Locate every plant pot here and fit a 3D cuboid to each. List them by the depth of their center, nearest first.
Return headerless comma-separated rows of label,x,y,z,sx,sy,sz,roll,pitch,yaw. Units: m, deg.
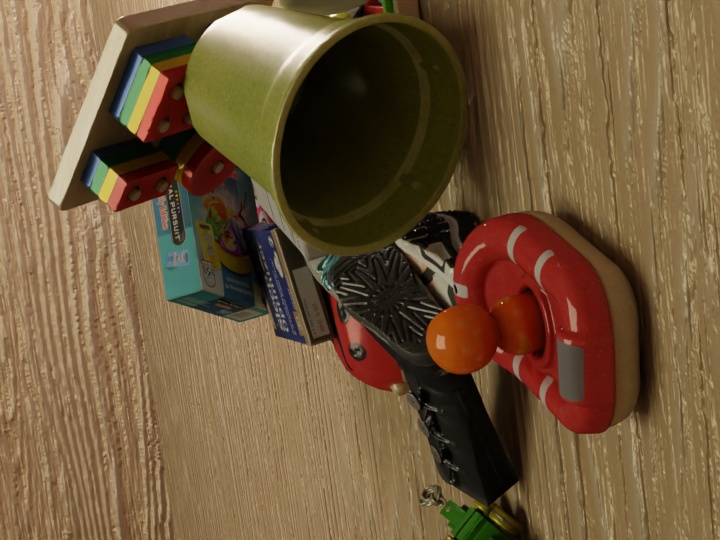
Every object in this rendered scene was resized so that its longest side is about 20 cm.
plant pot,-0.045,-0.137,1.596,0.184,0.200,0.201,29,132,45

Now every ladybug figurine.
ladybug figurine,0.004,0.035,1.896,0.136,0.072,0.200,102,153,-57

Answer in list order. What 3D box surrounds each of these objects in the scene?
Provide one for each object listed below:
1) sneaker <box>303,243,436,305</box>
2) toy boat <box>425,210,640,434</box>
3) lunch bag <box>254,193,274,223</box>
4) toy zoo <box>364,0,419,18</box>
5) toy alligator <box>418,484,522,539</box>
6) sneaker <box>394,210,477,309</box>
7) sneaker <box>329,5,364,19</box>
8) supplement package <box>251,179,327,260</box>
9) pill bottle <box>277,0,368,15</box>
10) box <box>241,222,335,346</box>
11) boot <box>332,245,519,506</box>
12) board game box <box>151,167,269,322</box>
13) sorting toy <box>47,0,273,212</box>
sneaker,0.000,0.000,1.782,0.200,0.086,0.078,35,96,48
toy boat,0.109,0.039,1.378,0.200,0.131,0.131,-132,34,-63
lunch bag,-0.079,-0.083,2.099,0.200,0.082,0.176,-140,40,-64
toy zoo,0.015,-0.232,1.755,0.200,0.020,0.131,-150,51,-71
toy alligator,0.106,0.234,1.706,0.054,0.059,0.200,40,176,-18
sneaker,0.078,0.007,1.592,0.200,0.074,0.080,-130,30,-62
sneaker,-0.052,-0.207,1.784,0.200,0.090,0.078,-175,89,-75
supplement package,-0.036,-0.106,1.830,0.200,0.117,0.117,-135,28,-65
pill bottle,-0.043,-0.329,1.666,0.120,0.119,0.200,115,148,-67
box,-0.079,0.011,1.965,0.200,0.032,0.121,-173,65,-77
boot,0.056,0.088,1.630,0.165,0.066,0.200,53,173,48
board game box,-0.160,-0.057,2.013,0.151,0.047,0.200,21,-124,-62
sorting toy,-0.161,-0.141,1.727,0.070,0.199,0.200,40,125,20
